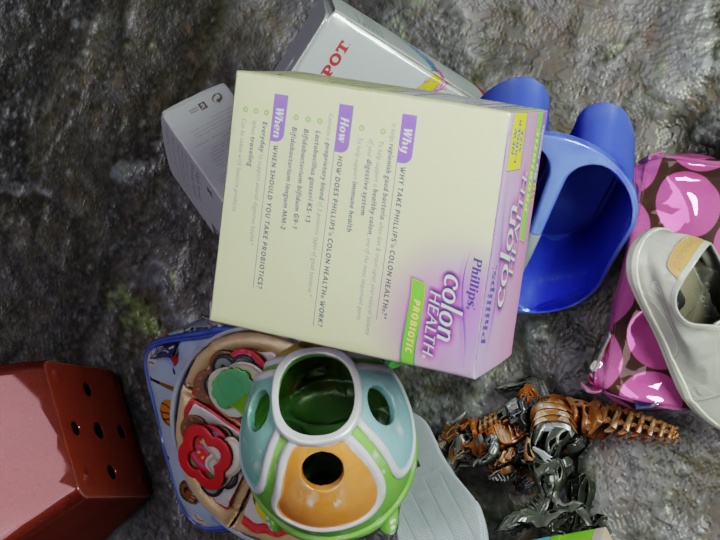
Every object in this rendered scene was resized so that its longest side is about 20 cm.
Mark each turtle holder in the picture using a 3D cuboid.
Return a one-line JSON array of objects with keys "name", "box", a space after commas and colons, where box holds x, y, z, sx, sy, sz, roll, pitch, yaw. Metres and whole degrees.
[{"name": "turtle holder", "box": [-0.019, 0.107, 1.075, 0.140, 0.132, 0.186, 17, 62, 17]}]

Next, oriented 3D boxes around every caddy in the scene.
[{"name": "caddy", "box": [0.129, -0.046, 1.064, 0.140, 0.105, 0.201, 17, 141, -2]}]

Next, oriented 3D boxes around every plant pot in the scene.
[{"name": "plant pot", "box": [-0.323, 0.187, 1.366, 0.175, 0.200, 0.201, -24, 74, 16]}]

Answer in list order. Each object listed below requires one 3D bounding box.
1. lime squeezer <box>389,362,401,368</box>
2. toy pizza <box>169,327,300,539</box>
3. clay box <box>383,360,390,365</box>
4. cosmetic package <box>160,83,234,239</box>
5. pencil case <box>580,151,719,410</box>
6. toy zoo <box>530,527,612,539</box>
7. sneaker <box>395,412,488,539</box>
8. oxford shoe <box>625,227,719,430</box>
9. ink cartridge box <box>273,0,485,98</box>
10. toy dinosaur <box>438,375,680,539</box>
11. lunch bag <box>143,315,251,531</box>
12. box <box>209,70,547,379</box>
[{"name": "lime squeezer", "box": [0.024, 0.104, 1.232, 0.071, 0.038, 0.201, 38, 110, 45]}, {"name": "toy pizza", "box": [-0.081, 0.146, 1.193, 0.199, 0.032, 0.202, 7, 106, 25]}, {"name": "clay box", "box": [0.000, 0.000, 1.121, 0.115, 0.048, 0.200, 38, 147, 14]}, {"name": "cosmetic package", "box": [-0.100, -0.060, 1.280, 0.074, 0.102, 0.200, -28, 64, -15]}, {"name": "pencil case", "box": [0.232, 0.008, 1.080, 0.093, 0.091, 0.202, 11, 89, -3]}, {"name": "toy zoo", "box": [0.130, 0.279, 1.130, 0.199, 0.020, 0.132, -18, 110, 30]}, {"name": "sneaker", "box": [0.060, 0.200, 1.134, 0.072, 0.071, 0.201, -15, 38, -2]}, {"name": "oxford shoe", "box": [0.258, 0.051, 1.018, 0.058, 0.200, 0.075, 6, 48, 51]}, {"name": "ink cartridge box", "box": [0.017, -0.114, 1.163, 0.146, 0.199, 0.083, -55, 18, 16]}, {"name": "toy dinosaur", "box": [0.150, 0.146, 1.129, 0.200, 0.102, 0.137, -28, 54, 49]}, {"name": "lunch bag", "box": [-0.110, 0.133, 1.268, 0.159, 0.075, 0.202, -8, 100, 40]}, {"name": "box", "box": [0.012, -0.038, 0.973, 0.199, 0.097, 0.177, 11, 101, 21]}]
